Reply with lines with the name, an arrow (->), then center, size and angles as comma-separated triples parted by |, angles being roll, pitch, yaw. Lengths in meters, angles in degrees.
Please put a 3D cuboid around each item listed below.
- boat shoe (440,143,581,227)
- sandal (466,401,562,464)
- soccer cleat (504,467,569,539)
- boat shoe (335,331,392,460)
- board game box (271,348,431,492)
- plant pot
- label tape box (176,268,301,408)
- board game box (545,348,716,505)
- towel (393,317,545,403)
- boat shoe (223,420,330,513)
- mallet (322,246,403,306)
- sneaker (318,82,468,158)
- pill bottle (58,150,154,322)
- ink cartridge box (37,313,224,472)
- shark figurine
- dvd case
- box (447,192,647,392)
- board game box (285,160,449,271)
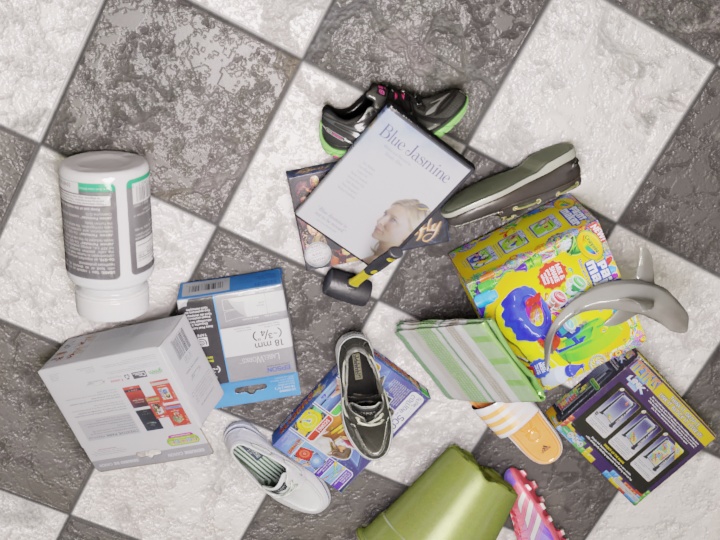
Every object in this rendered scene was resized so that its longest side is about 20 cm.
boat shoe -> 0.204, -0.100, 1.413 | 0.201, 0.072, 0.061 | -26, 114, -6
sandal -> 0.235, 0.221, 1.557 | 0.079, 0.059, 0.207 | -43, 110, 10
soccer cleat -> 0.259, 0.388, 1.626 | 0.076, 0.067, 0.200 | -29, 115, 10
boat shoe -> 0.004, 0.186, 1.472 | 0.070, 0.064, 0.201 | -14, 113, -2
board game box -> -0.014, 0.212, 1.535 | 0.135, 0.034, 0.200 | 38, 102, -20
plant pot -> 0.129, 0.365, 1.548 | 0.200, 0.200, 0.190 | 36, 90, -18
label tape box -> -0.162, 0.109, 1.460 | 0.144, 0.063, 0.201 | -9, 112, -3
board game box -> 0.403, 0.229, 1.584 | 0.165, 0.057, 0.200 | -43, 110, 8
towel -> 0.148, 0.121, 1.443 | 0.149, 0.200, 0.031 | 51, 61, -19
boat shoe -> -0.123, 0.302, 1.540 | 0.200, 0.067, 0.074 | 39, 103, -19
mallet -> 0.000, 0.000, 1.385 | 0.066, 0.200, 0.041 | 15, 70, -9
sneaker -> 0.043, -0.201, 1.358 | 0.199, 0.077, 0.084 | -15, 116, -2
pill bottle -> -0.322, -0.043, 1.354 | 0.113, 0.113, 0.201 | -1, 111, -7
ink cartridge box -> -0.297, 0.168, 1.420 | 0.199, 0.084, 0.176 | -12, 115, 23
shark figurine -> 0.328, 0.050, 1.358 | 0.214, 0.090, 0.129 | -12, 110, -7
dvd case -> 0.031, -0.103, 1.366 | 0.143, 0.018, 0.200 | 34, 116, -18
box -> 0.255, 0.036, 1.454 | 0.192, 0.122, 0.200 | -27, 112, 3
board game box -> 0.011, -0.085, 1.421 | 0.199, 0.035, 0.136 | -12, 112, -2
